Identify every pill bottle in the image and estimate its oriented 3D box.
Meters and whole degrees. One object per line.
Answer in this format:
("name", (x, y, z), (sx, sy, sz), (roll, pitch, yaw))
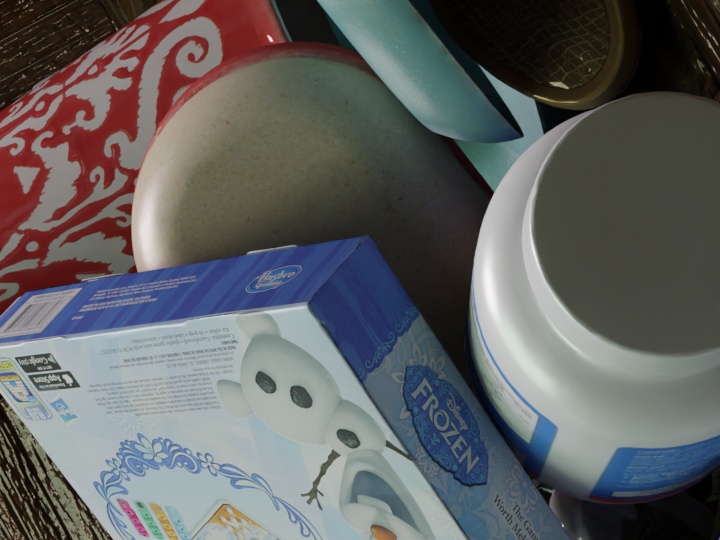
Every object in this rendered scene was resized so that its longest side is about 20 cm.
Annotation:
("pill bottle", (0.092, 0.009, 0.916), (0.112, 0.112, 0.200), (60, 173, 11))

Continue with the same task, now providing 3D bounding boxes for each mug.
("mug", (-0.079, -0.030, 1.252), (0.178, 0.200, 0.133), (58, -164, -13))

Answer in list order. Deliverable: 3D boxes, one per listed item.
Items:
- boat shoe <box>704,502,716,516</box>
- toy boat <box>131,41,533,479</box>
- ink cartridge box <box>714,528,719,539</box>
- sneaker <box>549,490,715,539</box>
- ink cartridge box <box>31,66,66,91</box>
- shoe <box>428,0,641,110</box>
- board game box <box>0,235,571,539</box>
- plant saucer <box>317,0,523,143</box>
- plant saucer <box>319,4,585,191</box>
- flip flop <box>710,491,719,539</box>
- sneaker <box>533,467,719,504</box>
("boat shoe", (0.145, 0.153, 1.306), (0.200, 0.070, 0.070), (62, 173, -2))
("toy boat", (0.000, 0.000, 1.093), (0.200, 0.130, 0.131), (52, -170, -15))
("ink cartridge box", (0.133, 0.143, 0.909), (0.041, 0.200, 0.200), (17, -167, -23))
("sneaker", (0.116, 0.166, 1.140), (0.099, 0.078, 0.200), (-10, 112, 49))
("ink cartridge box", (-0.040, -0.039, 1.340), (0.200, 0.162, 0.057), (61, -173, -8))
("shoe", (0.042, -0.135, 0.985), (0.053, 0.070, 0.200), (-3, -132, -48))
("board game box", (-0.021, 0.085, 1.025), (0.200, 0.043, 0.199), (-8, 123, 48))
("plant saucer", (-0.012, -0.120, 0.987), (0.200, 0.027, 0.200), (51, -174, -8))
("plant saucer", (0.036, -0.103, 1.124), (0.200, 0.036, 0.200), (54, 163, 25))
("flip flop", (0.119, 0.139, 1.045), (0.081, 0.057, 0.201), (-9, -71, -82))
("sneaker", (0.099, 0.069, 1.156), (0.070, 0.099, 0.200), (58, 174, 29))
